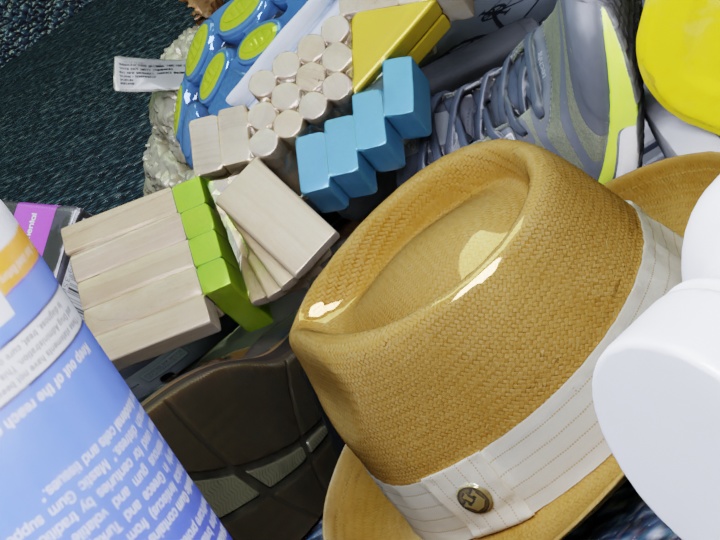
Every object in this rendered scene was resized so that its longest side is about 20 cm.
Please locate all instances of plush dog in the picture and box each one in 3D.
[{"bbox_3d":[-0.068,-0.070,1.446,0.200,0.160,0.172,-38,-12,-27],"label":"plush dog"}]

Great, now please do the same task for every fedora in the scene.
[{"bbox_3d":[0.039,0.017,0.874,0.201,0.082,0.201,-42,21,20],"label":"fedora"}]

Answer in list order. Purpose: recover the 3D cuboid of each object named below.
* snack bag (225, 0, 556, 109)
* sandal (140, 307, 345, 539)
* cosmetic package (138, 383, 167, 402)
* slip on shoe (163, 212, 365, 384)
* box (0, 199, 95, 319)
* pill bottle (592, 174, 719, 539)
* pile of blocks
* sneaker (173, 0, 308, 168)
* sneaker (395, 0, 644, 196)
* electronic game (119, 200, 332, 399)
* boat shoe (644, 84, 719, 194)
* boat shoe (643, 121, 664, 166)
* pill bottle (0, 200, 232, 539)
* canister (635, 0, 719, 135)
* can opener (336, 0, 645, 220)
[{"bbox_3d":[0.060,-0.132,1.068,0.200,0.021,0.189,-17,-23,-45],"label":"snack bag"},{"bbox_3d":[-0.042,0.055,1.007,0.055,0.082,0.200,-8,23,37],"label":"sandal"},{"bbox_3d":[-0.110,0.093,1.106,0.083,0.051,0.200,-45,17,-32],"label":"cosmetic package"},{"bbox_3d":[0.000,0.000,1.167,0.200,0.061,0.076,-43,17,-12],"label":"slip on shoe"},{"bbox_3d":[-0.200,0.036,1.105,0.200,0.036,0.143,8,76,36],"label":"box"},{"bbox_3d":[0.157,-0.006,0.711,0.200,0.111,0.111,-40,15,-25],"label":"pill bottle"},{"bbox_3d":[-0.020,-0.033,0.981,0.200,0.082,0.062,-44,-27,1],"label":"pile of blocks"},{"bbox_3d":[-0.003,-0.105,1.149,0.200,0.083,0.071,-41,47,20],"label":"sneaker"},{"bbox_3d":[0.056,-0.047,0.987,0.200,0.081,0.074,107,167,-56],"label":"sneaker"},{"bbox_3d":[-0.090,0.006,1.149,0.200,0.042,0.200,-34,15,11],"label":"electronic game"},{"bbox_3d":[0.149,-0.052,0.996,0.066,0.072,0.200,-31,8,9],"label":"boat shoe"},{"bbox_3d":[0.133,-0.082,1.131,0.200,0.067,0.074,-38,14,-19],"label":"boat shoe"},{"bbox_3d":[-0.100,0.086,0.780,0.112,0.200,0.112,-31,13,8],"label":"pill bottle"},{"bbox_3d":[0.191,-0.113,0.965,0.200,0.148,0.087,-56,-18,-55],"label":"canister"},{"bbox_3d":[0.064,-0.094,1.080,0.200,0.067,0.053,-27,34,-11],"label":"can opener"}]
